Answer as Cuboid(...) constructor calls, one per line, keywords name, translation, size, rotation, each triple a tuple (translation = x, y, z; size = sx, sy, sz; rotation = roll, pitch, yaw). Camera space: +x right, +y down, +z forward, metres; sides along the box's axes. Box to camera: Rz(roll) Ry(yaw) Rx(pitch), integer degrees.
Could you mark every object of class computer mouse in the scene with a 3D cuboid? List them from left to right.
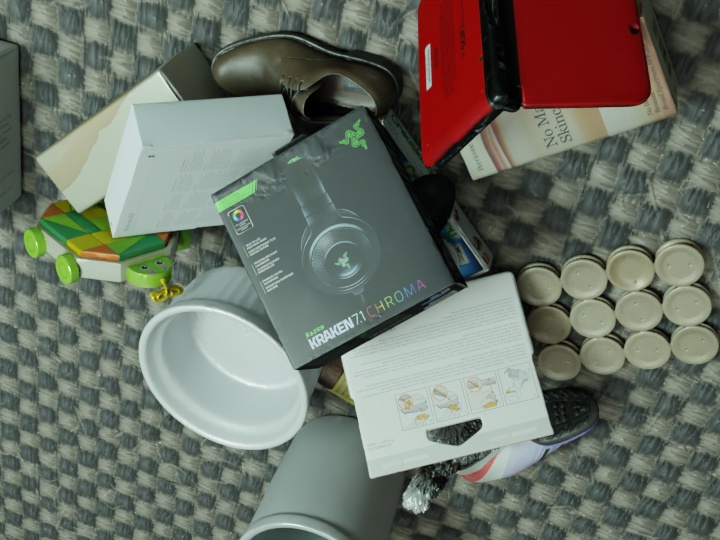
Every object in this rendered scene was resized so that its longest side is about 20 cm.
Cuboid(name="computer mouse", translation=(0.028, -0.014, 0.996), size=(0.058, 0.034, 0.201), rotation=(33, 87, 17))

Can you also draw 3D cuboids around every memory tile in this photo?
Cuboid(name="memory tile", translation=(0.275, 0.045, 1.071), size=(0.198, 0.017, 0.154), rotation=(-9, 118, 24))

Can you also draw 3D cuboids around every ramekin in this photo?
Cuboid(name="ramekin", translation=(-0.135, 0.092, 1.102), size=(0.199, 0.098, 0.202), rotation=(11, 128, 14))

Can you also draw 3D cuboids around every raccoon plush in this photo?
Cuboid(name="raccoon plush", translation=(0.093, 0.155, 1.107), size=(0.134, 0.200, 0.096), rotation=(51, 148, -17))

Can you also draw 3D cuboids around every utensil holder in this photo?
Cuboid(name="utensil holder", translation=(-0.042, 0.300, 1.222), size=(0.168, 0.200, 0.171), rotation=(8, 124, 12))

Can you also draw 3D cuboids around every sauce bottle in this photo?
Cuboid(name="sauce bottle", translation=(-0.017, 0.117, 1.184), size=(0.199, 0.066, 0.066), rotation=(33, 125, -1))

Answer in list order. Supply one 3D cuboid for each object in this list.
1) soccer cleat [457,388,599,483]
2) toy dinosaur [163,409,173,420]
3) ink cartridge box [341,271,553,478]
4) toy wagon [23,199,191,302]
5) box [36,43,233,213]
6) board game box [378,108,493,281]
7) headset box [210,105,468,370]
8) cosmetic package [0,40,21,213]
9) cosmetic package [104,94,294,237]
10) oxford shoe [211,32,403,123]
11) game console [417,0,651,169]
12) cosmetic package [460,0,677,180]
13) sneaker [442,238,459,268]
Cuboid(name="soccer cleat", translation=(0.197, 0.199, 1.173), size=(0.199, 0.069, 0.073), rotation=(-28, 133, 26))
Cuboid(name="toy dinosaur", translation=(-0.176, 0.121, 1.237), size=(0.134, 0.102, 0.202), rotation=(-8, 101, 5))
Cuboid(name="ink cartridge box", translation=(0.086, 0.111, 1.054), size=(0.198, 0.045, 0.178), rotation=(-14, 77, 3))
Cuboid(name="toy wagon", translation=(-0.261, -0.028, 1.083), size=(0.199, 0.155, 0.040), rotation=(31, 127, 37))
Cuboid(name="box", translation=(-0.241, -0.151, 1.069), size=(0.199, 0.095, 0.078), rotation=(-27, 109, 28))
Cuboid(name="board game box", translation=(0.037, -0.059, 1.071), size=(0.126, 0.035, 0.200), rotation=(-26, 110, 30))
Cuboid(name="headset box", translation=(-0.022, -0.033, 0.950), size=(0.173, 0.093, 0.201), rotation=(-28, 80, 9))
Cuboid(name="cosmetic package", translation=(-0.492, -0.154, 1.103), size=(0.166, 0.167, 0.201), rotation=(16, 124, 8))
Cuboid(name="cosmetic package", translation=(-0.169, -0.102, 1.006), size=(0.200, 0.150, 0.052), rotation=(-47, 58, 58))
Cuboid(name="oxford shoe", translation=(-0.063, -0.189, 0.993), size=(0.198, 0.085, 0.073), rotation=(9, 125, 14))
Cuboid(name="game console", translation=(0.141, -0.195, 0.870), size=(0.118, 0.201, 0.172), rotation=(16, 147, -24))
Cuboid(name="cosmetic package", translation=(0.181, -0.171, 0.922), size=(0.199, 0.087, 0.104), rotation=(-18, 116, 27))
Cuboid(name="sneaker", translation=(0.000, 0.000, 1.049), size=(0.198, 0.082, 0.075), rotation=(-2, 121, 21))
